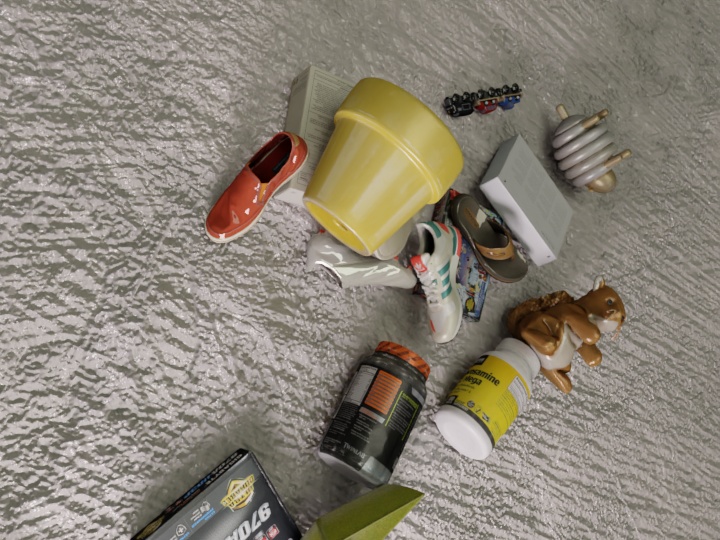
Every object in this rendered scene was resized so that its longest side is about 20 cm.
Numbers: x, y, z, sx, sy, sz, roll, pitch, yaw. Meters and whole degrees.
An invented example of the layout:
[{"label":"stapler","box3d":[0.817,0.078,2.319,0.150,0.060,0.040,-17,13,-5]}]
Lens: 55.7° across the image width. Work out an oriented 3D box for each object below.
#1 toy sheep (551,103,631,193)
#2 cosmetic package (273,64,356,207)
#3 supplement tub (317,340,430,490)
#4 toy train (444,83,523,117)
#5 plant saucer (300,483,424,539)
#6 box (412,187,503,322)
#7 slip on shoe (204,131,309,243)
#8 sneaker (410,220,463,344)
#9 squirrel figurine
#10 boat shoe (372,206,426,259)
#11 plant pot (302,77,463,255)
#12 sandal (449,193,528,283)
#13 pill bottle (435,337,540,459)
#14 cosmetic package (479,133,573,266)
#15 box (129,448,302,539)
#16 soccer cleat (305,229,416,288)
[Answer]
[{"label":"toy sheep","box3d":[0.452,-0.247,1.368,0.136,0.137,0.204,-26,87,-30]},{"label":"cosmetic package","box3d":[-0.066,-0.205,1.082,0.101,0.073,0.206,16,76,-29]},{"label":"supplement tub","box3d":[0.026,0.222,1.057,0.122,0.122,0.203,39,67,-21]},{"label":"toy train","box3d":[0.241,-0.324,1.305,0.196,0.034,0.047,-18,97,-31]},{"label":"plant saucer","box3d":[-0.027,0.383,0.972,0.197,0.202,0.048,-11,53,-45]},{"label":"box","box3d":[0.178,-0.027,1.227,0.135,0.040,0.205,24,72,-26]},{"label":"slip on shoe","box3d":[-0.156,-0.125,0.990,0.200,0.061,0.074,-45,70,1]},{"label":"sneaker","box3d":[0.116,0.016,1.115,0.092,0.069,0.206,15,72,-38]},{"label":"squirrel figurine","box3d":[0.374,0.086,1.239,0.185,0.200,0.143,-39,120,-5]},{"label":"boat shoe","box3d":[0.050,-0.086,1.115,0.201,0.058,0.073,-56,140,-43]},{"label":"plant pot","box3d":[0.019,-0.135,0.984,0.200,0.200,0.191,40,81,-20]},{"label":"sandal","box3d":[0.236,-0.057,1.210,0.082,0.054,0.201,-47,108,-26]},{"label":"pill bottle","box3d":[0.227,0.216,1.185,0.200,0.112,0.113,-45,106,-28]},{"label":"cosmetic package","box3d":[0.320,-0.135,1.300,0.201,0.051,0.152,50,45,-16]},{"label":"box","box3d":[-0.196,0.376,0.947,0.198,0.046,0.162,-35,102,-30]},{"label":"soccer cleat","box3d":[0.000,0.000,1.105,0.196,0.069,0.080,22,79,-20]}]
